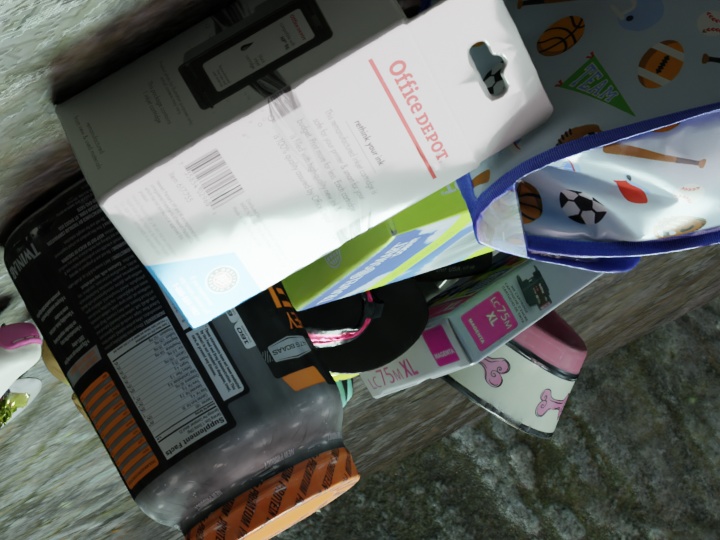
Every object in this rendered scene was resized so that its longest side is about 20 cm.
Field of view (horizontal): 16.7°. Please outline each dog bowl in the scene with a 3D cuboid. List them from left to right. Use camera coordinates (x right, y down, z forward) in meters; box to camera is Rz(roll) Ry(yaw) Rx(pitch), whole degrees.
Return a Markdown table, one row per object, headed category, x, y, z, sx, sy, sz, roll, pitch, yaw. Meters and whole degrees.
| category | x | y | z | sx | sy | sz | roll | pitch | yaw |
| --- | --- | --- | --- | --- | --- | --- | --- | --- | --- |
| dog bowl | 0.089 | 0.039 | 1.881 | 0.074 | 0.200 | 0.200 | -53 | 167 | 9 |

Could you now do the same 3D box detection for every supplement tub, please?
| category | x | y | z | sx | sy | sz | roll | pitch | yaw |
| --- | --- | --- | --- | --- | --- | --- | --- | --- | --- |
| supplement tub | -0.090 | 0.046 | 1.276 | 0.122 | 0.200 | 0.123 | -29 | 172 | -5 |

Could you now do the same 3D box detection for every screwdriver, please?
| category | x | y | z | sx | sy | sz | roll | pitch | yaw |
| --- | --- | --- | --- | --- | --- | --- | --- | --- | --- |
| screwdriver | 0.000 | 0.000 | 1.469 | 0.200 | 0.028 | 0.029 | -8 | 154 | -36 |

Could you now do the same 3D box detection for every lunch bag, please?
| category | x | y | z | sx | sy | sz | roll | pitch | yaw |
| --- | --- | --- | --- | --- | --- | --- | --- | --- | --- |
| lunch bag | 0.137 | -0.096 | 1.220 | 0.200 | 0.170 | 0.124 | -13 | 138 | 0 |

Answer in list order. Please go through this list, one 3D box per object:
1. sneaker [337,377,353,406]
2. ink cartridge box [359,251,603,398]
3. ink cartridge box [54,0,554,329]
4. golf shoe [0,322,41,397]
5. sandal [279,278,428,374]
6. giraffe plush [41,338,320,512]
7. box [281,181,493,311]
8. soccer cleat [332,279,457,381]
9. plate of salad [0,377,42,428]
| category | x | y | z | sx | sy | sz | roll | pitch | yaw |
| --- | --- | --- | --- | --- | --- | --- | --- | --- | --- |
| sneaker | -0.102 | 0.064 | 1.671 | 0.140 | 0.078 | 0.200 | -16 | 159 | 26 |
| ink cartridge box | 0.098 | 0.010 | 1.549 | 0.200 | 0.042 | 0.119 | -30 | -176 | -33 |
| ink cartridge box | -0.023 | -0.072 | 1.127 | 0.200 | 0.068 | 0.116 | -30 | 142 | 2 |
| golf shoe | -0.255 | 0.104 | 1.431 | 0.200 | 0.092 | 0.075 | -35 | 169 | 19 |
| sandal | -0.036 | 0.010 | 1.399 | 0.200 | 0.075 | 0.045 | 25 | 173 | -37 |
| giraffe plush | -0.073 | 0.032 | 1.484 | 0.162 | 0.200 | 0.173 | -58 | 177 | -22 |
| box | 0.042 | -0.035 | 1.354 | 0.200 | 0.048 | 0.122 | -18 | 168 | -33 |
| soccer cleat | 0.002 | 0.034 | 1.646 | 0.084 | 0.065 | 0.200 | -46 | 174 | 40 |
| plate of salad | -0.290 | 0.128 | 1.582 | 0.200 | 0.048 | 0.200 | -30 | 171 | -5 |
